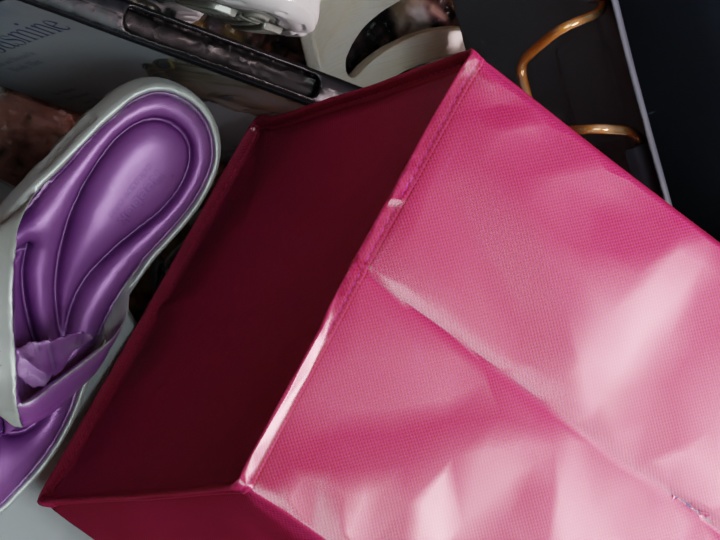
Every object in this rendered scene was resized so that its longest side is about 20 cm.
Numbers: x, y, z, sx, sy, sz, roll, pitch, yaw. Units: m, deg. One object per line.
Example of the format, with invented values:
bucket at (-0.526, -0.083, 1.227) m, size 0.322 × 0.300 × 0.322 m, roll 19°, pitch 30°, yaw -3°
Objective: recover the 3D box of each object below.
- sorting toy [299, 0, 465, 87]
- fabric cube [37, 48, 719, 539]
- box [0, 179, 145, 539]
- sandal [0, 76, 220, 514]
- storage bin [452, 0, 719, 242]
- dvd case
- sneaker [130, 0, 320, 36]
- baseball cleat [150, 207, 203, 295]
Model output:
sorting toy at (0.027, -0.164, 1.334) m, size 0.200 × 0.107 × 0.180 m, roll -20°, pitch 120°, yaw -28°
fabric cube at (0.030, 0.058, 1.172) m, size 0.199 × 0.196 × 0.200 m, roll 36°, pitch 71°, yaw -19°
box at (-0.179, 0.095, 1.265) m, size 0.199 × 0.131 × 0.200 m, roll -34°, pitch 114°, yaw -15°
sandal at (-0.123, 0.012, 1.171) m, size 0.082 × 0.050 × 0.203 m, roll 31°, pitch 86°, yaw -26°
storage bin at (0.114, -0.077, 1.274) m, size 0.145 × 0.134 × 0.200 m, roll -12°, pitch 85°, yaw -36°
dvd case at (-0.092, -0.083, 1.262) m, size 0.200 × 0.143 × 0.018 m, roll 19°, pitch 77°, yaw -29°
sneaker at (-0.073, -0.154, 1.226) m, size 0.078 × 0.200 × 0.100 m, roll 21°, pitch 86°, yaw -42°
baseball cleat at (0.000, 0.000, 1.360) m, size 0.200 × 0.070 × 0.107 m, roll -14°, pitch 124°, yaw -23°
